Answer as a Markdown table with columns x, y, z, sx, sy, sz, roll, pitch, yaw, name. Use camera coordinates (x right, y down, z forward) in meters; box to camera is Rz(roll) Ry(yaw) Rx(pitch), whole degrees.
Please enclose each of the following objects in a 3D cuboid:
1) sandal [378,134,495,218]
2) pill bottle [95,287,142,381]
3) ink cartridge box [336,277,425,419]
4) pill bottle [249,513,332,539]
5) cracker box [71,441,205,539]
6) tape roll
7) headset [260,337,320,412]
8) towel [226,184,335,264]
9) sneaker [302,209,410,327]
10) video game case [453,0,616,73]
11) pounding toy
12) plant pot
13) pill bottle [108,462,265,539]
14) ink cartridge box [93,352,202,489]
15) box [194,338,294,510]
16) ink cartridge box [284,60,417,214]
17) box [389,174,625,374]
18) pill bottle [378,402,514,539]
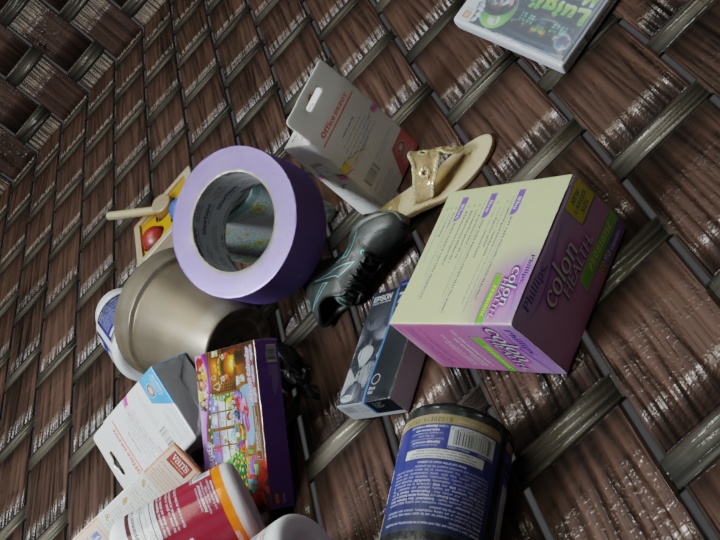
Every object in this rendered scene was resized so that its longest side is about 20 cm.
| x | y | z | sx | sy | sz | roll | pitch | yaw | name |
| --- | --- | --- | --- | --- | --- | --- | --- | --- | --- |
| 0.078 | -0.123 | 1.475 | 0.211 | 0.069 | 0.078 | -38 | 32 | 25 | sandal |
| -0.374 | 0.100 | 1.853 | 0.116 | 0.115 | 0.200 | -54 | 29 | -3 | pill bottle |
| 0.042 | 0.078 | 1.340 | 0.099 | 0.039 | 0.202 | -18 | 43 | 47 | ink cartridge box |
| -0.116 | 0.355 | 1.189 | 0.199 | 0.112 | 0.113 | -39 | 31 | 23 | pill bottle |
| -0.282 | 0.316 | 1.425 | 0.200 | 0.058 | 0.134 | -45 | -12 | -11 | cracker box |
| -0.149 | -0.059 | 1.499 | 0.197 | 0.085 | 0.204 | -3 | 83 | 26 | tape roll |
| -0.122 | 0.143 | 1.452 | 0.198 | 0.094 | 0.125 | 5 | 62 | 49 | headset |
| -0.162 | -0.071 | 1.673 | 0.199 | 0.170 | 0.049 | -28 | 64 | 37 | towel |
| 0.000 | 0.000 | 1.470 | 0.200 | 0.075 | 0.080 | -43 | 38 | 35 | sneaker |
| 0.244 | -0.369 | 1.474 | 0.199 | 0.023 | 0.183 | 34 | 87 | 38 | video game case |
| -0.334 | -0.080 | 1.964 | 0.184 | 0.142 | 0.201 | -46 | 29 | 12 | pounding toy |
| -0.224 | 0.084 | 1.603 | 0.172 | 0.200 | 0.202 | 21 | 74 | 43 | plant pot |
| -0.211 | 0.313 | 1.270 | 0.198 | 0.114 | 0.113 | -28 | 29 | -5 | pill bottle |
| -0.280 | 0.219 | 1.548 | 0.067 | 0.116 | 0.200 | -22 | -17 | -49 | ink cartridge box |
| -0.146 | 0.195 | 1.386 | 0.136 | 0.039 | 0.204 | -18 | 76 | 48 | box |
| -0.025 | -0.184 | 1.559 | 0.067 | 0.199 | 0.118 | -4 | 53 | 53 | ink cartridge box |
| 0.154 | 0.006 | 1.192 | 0.199 | 0.096 | 0.178 | -5 | 54 | 55 | box |
| 0.076 | 0.235 | 1.037 | 0.111 | 0.111 | 0.202 | -23 | 40 | 42 | pill bottle |
